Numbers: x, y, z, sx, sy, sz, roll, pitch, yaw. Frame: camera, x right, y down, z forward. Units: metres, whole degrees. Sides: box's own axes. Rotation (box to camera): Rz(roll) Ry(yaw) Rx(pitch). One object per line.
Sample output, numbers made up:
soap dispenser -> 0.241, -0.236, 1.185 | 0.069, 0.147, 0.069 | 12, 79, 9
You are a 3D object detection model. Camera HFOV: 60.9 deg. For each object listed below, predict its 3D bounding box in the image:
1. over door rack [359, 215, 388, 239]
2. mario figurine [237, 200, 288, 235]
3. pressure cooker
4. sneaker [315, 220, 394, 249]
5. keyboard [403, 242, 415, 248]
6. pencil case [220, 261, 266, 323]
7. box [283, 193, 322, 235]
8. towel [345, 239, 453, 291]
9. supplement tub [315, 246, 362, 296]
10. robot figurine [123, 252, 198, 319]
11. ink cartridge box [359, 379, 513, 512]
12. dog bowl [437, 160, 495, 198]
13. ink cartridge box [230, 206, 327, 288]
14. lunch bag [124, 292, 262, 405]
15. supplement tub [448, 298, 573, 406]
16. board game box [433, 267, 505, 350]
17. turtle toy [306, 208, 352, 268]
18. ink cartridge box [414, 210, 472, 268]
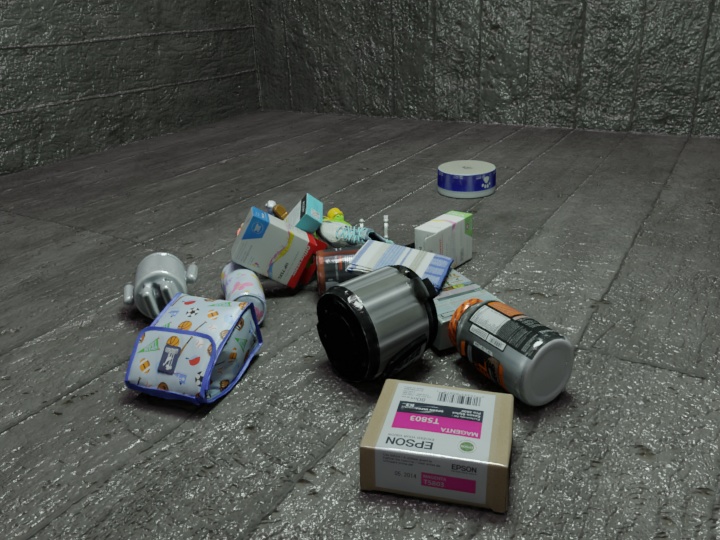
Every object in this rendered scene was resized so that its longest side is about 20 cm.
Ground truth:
over door rack -> 0.005, -0.118, 1.686 | 0.145, 0.068, 0.201 | -1, 24, 3
mario figurine -> -0.270, -0.111, 1.587 | 0.122, 0.108, 0.199 | -20, -3, -37
pressure cooker -> 0.042, 0.083, 1.080 | 0.198, 0.182, 0.175 | -21, 26, -34
sneaker -> -0.007, -0.078, 1.429 | 0.197, 0.086, 0.079 | 20, 63, -10
keyboard -> 0.105, -0.016, 1.501 | 0.103, 0.040, 0.200 | -18, 16, 30
pencil case -> -0.255, 0.049, 1.315 | 0.090, 0.084, 0.200 | -27, 27, -6
box -> -0.167, -0.083, 1.457 | 0.049, 0.200, 0.083 | 30, 34, -26
towel -> 0.082, -0.010, 1.255 | 0.196, 0.024, 0.147 | 13, 30, 15
supplement tub -> 0.000, 0.000, 1.362 | 0.196, 0.109, 0.107 | -5, 23, -1
robot figurine -> -0.436, 0.031, 1.339 | 0.167, 0.115, 0.200 | -16, 25, -11
ink cartridge box -> 0.111, 0.236, 0.854 | 0.196, 0.077, 0.165 | 4, 23, 14
dog bowl -> 0.358, -0.310, 2.065 | 0.196, 0.080, 0.201 | -2, 23, 1
ink cartridge box -> -0.177, -0.042, 1.370 | 0.197, 0.117, 0.067 | 25, 14, -21
lunch bag -> -0.291, 0.140, 1.072 | 0.167, 0.126, 0.201 | 6, 39, 20
supplement tub -> 0.245, 0.127, 1.024 | 0.121, 0.125, 0.199 | -15, 26, -26
board game box -> 0.166, 0.067, 1.209 | 0.145, 0.065, 0.200 | -12, 28, -23
turtle toy -> -0.091, -0.063, 1.524 | 0.197, 0.102, 0.146 | -18, 51, -26
ink cartridge box -> 0.188, -0.058, 1.460 | 0.067, 0.119, 0.199 | 16, 29, 38
